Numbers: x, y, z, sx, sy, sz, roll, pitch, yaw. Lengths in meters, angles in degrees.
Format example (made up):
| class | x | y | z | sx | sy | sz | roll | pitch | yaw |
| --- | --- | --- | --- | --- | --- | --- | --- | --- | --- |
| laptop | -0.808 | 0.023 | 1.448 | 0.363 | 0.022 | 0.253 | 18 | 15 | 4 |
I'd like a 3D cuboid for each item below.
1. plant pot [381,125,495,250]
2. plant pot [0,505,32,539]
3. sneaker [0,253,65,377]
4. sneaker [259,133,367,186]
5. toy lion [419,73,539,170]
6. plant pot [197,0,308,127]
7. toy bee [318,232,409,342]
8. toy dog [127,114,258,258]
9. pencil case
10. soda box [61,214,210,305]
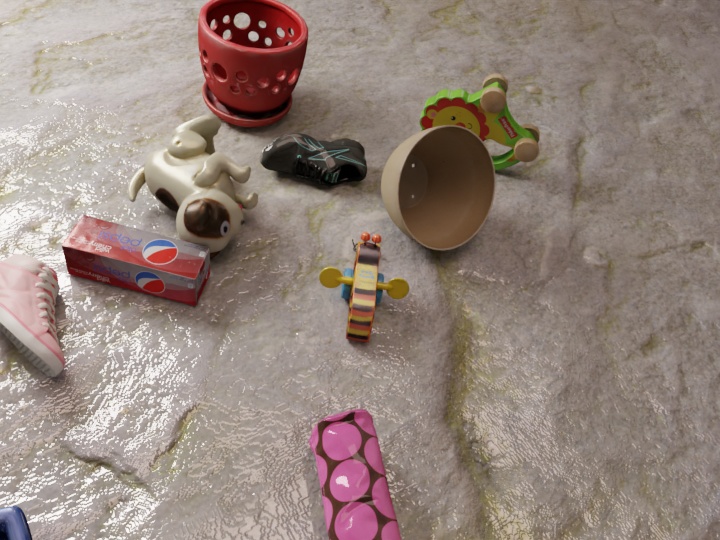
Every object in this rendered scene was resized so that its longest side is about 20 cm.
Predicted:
| class | x | y | z | sx | sy | sz | roll | pitch | yaw |
| --- | --- | --- | --- | --- | --- | --- | --- | --- | --- |
| plant pot | 0.111 | -0.145 | 1.107 | 0.198 | 0.203 | 0.134 | -18 | 19 | -26 |
| plant pot | -0.356 | 0.357 | 0.547 | 0.198 | 0.181 | 0.201 | -16 | 54 | -25 |
| sneaker | -0.433 | 0.047 | 0.864 | 0.199 | 0.076 | 0.105 | 35 | 56 | 22 |
| sneaker | -0.080 | -0.195 | 1.159 | 0.197 | 0.076 | 0.080 | -4 | 53 | -16 |
| toy lion | 0.219 | -0.269 | 1.245 | 0.200 | 0.190 | 0.069 | 46 | 41 | -28 |
| plant pot | -0.204 | -0.388 | 1.221 | 0.198 | 0.184 | 0.202 | 6 | 48 | -7 |
| toy bee | 0.000 | 0.000 | 0.988 | 0.129 | 0.109 | 0.201 | -8 | 52 | -17 |
| toy dog | -0.254 | -0.119 | 1.012 | 0.192 | 0.140 | 0.201 | -16 | 57 | -24 |
| pencil case | -0.009 | 0.270 | 0.771 | 0.092 | 0.091 | 0.202 | -11 | 50 | -4 |
| soda box | -0.325 | -0.014 | 0.952 | 0.197 | 0.064 | 0.071 | 14 | 47 | 0 |
